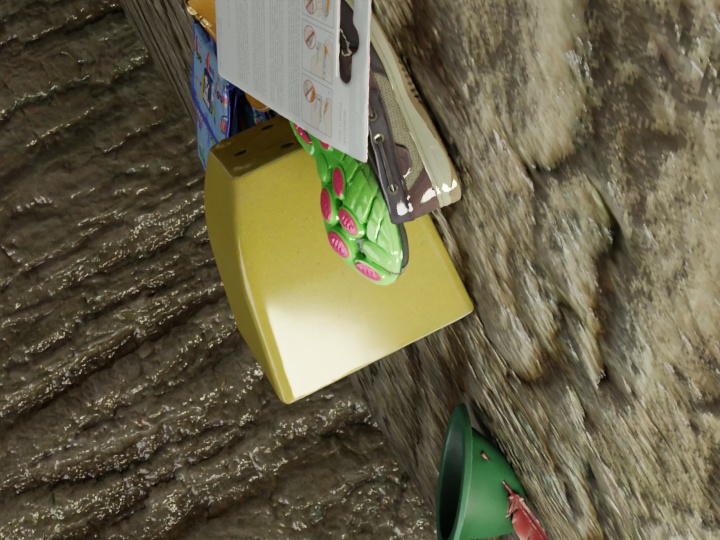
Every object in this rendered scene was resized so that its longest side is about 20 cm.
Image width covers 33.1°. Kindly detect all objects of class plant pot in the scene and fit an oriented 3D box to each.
[{"bbox_3d":[-0.043,-0.037,1.109,0.201,0.193,0.196,68,170,-26],"label":"plant pot"}]

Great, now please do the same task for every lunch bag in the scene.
[{"bbox_3d":[-0.141,-0.182,1.379,0.151,0.093,0.201,-118,16,-46],"label":"lunch bag"}]

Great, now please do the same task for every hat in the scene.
[{"bbox_3d":[0.187,0.264,1.401,0.166,0.175,0.202,172,106,-85],"label":"hat"}]

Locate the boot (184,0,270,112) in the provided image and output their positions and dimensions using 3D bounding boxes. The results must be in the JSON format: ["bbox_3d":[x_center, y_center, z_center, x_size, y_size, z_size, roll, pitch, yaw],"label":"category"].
[{"bbox_3d":[-0.111,-0.222,1.133,0.144,0.071,0.201,41,171,-16],"label":"boot"}]

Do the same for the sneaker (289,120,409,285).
[{"bbox_3d":[0.006,-0.082,0.959,0.077,0.083,0.201,-49,49,46],"label":"sneaker"}]

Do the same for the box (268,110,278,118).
[{"bbox_3d":[-0.046,-0.129,1.319,0.160,0.043,0.201,52,170,50],"label":"box"}]

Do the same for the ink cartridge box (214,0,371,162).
[{"bbox_3d":[-0.035,-0.183,0.816,0.200,0.047,0.161,35,133,45],"label":"ink cartridge box"}]

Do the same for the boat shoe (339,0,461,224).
[{"bbox_3d":[0.002,-0.127,0.874,0.201,0.065,0.072,60,174,-1],"label":"boat shoe"}]
